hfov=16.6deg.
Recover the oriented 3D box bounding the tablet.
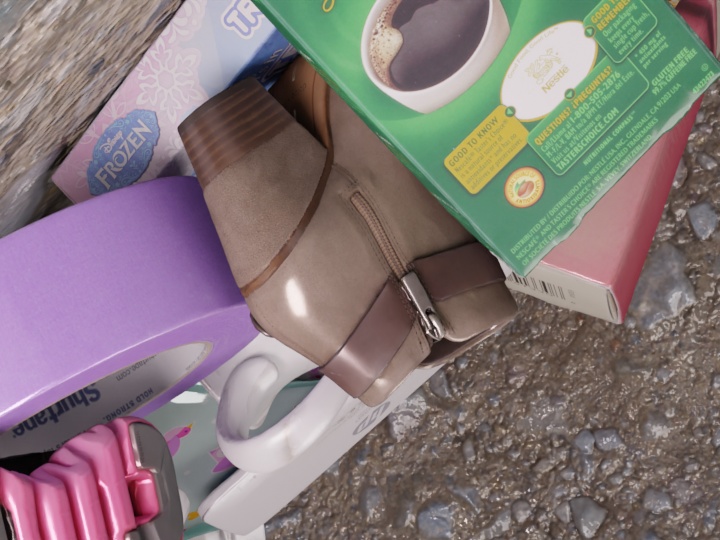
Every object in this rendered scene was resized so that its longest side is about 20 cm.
[{"bbox_3d":[-0.001,0.074,1.350,0.200,0.014,0.130,-41,167,0],"label":"tablet"}]

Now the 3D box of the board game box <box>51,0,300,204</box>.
[{"bbox_3d":[-0.025,-0.119,1.113,0.200,0.043,0.199,-48,172,30],"label":"board game box"}]

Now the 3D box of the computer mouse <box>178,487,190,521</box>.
[{"bbox_3d":[-0.155,0.134,1.154,0.109,0.044,0.200,23,132,-39],"label":"computer mouse"}]

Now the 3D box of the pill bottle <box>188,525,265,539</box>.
[{"bbox_3d":[-0.163,0.166,1.473,0.199,0.109,0.109,-20,166,-17],"label":"pill bottle"}]

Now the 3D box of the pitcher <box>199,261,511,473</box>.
[{"bbox_3d":[0.000,0.000,1.173,0.200,0.121,0.172,-37,-146,5],"label":"pitcher"}]

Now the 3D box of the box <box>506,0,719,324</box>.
[{"bbox_3d":[0.113,-0.090,1.334,0.109,0.127,0.201,53,57,-75],"label":"box"}]

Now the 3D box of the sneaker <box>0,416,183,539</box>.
[{"bbox_3d":[-0.159,0.108,0.991,0.095,0.079,0.200,-10,177,31],"label":"sneaker"}]

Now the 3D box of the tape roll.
[{"bbox_3d":[-0.138,0.037,1.061,0.200,0.066,0.200,-30,171,-5],"label":"tape roll"}]

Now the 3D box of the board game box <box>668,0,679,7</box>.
[{"bbox_3d":[0.119,-0.183,1.191,0.046,0.152,0.200,-2,168,-3],"label":"board game box"}]

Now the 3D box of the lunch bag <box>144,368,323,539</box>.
[{"bbox_3d":[-0.122,0.073,1.336,0.200,0.122,0.170,-8,147,-49],"label":"lunch bag"}]

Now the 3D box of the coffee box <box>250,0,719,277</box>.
[{"bbox_3d":[0.039,-0.106,0.964,0.123,0.200,0.044,-46,-153,0],"label":"coffee box"}]

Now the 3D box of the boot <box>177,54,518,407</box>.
[{"bbox_3d":[0.017,-0.035,1.044,0.200,0.146,0.070,-36,177,-36],"label":"boot"}]
